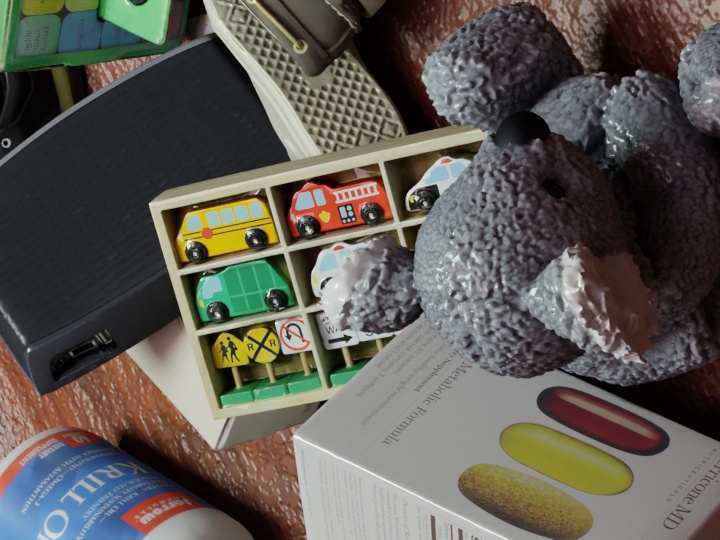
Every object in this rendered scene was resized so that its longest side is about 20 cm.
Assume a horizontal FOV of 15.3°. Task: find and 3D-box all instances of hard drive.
[{"bbox_3d":[-0.128,-0.037,1.472,0.135,0.200,0.042,54,175,22],"label":"hard drive"}]

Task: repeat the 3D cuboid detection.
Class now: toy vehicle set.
[{"bbox_3d":[0.000,0.000,1.390,0.200,0.027,0.124,-12,104,20],"label":"toy vehicle set"}]

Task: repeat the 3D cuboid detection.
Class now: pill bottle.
[{"bbox_3d":[-0.128,0.179,1.590,0.200,0.112,0.112,26,119,38],"label":"pill bottle"}]

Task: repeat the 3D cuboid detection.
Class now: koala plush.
[{"bbox_3d":[0.091,-0.010,1.221,0.177,0.200,0.184,7,110,27],"label":"koala plush"}]

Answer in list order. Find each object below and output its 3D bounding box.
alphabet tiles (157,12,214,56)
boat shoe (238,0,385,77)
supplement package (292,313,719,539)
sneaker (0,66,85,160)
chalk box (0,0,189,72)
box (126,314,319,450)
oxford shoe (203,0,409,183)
[{"bbox_3d":[-0.064,-0.050,1.534,0.167,0.008,0.200,-12,93,47],"label":"alphabet tiles"},{"bbox_3d":[-0.083,-0.179,1.395,0.202,0.072,0.060,37,86,7],"label":"boat shoe"},{"bbox_3d":[0.082,0.123,1.304,0.200,0.114,0.110,23,139,30],"label":"supplement package"},{"bbox_3d":[-0.207,-0.064,1.622,0.072,0.083,0.200,-13,92,47],"label":"sneaker"},{"bbox_3d":[-0.171,-0.191,1.501,0.200,0.124,0.125,38,126,42],"label":"chalk box"},{"bbox_3d":[-0.104,0.007,1.529,0.200,0.082,0.068,44,129,27],"label":"box"},{"bbox_3d":[-0.035,-0.119,1.445,0.200,0.075,0.058,61,168,16],"label":"oxford shoe"}]
